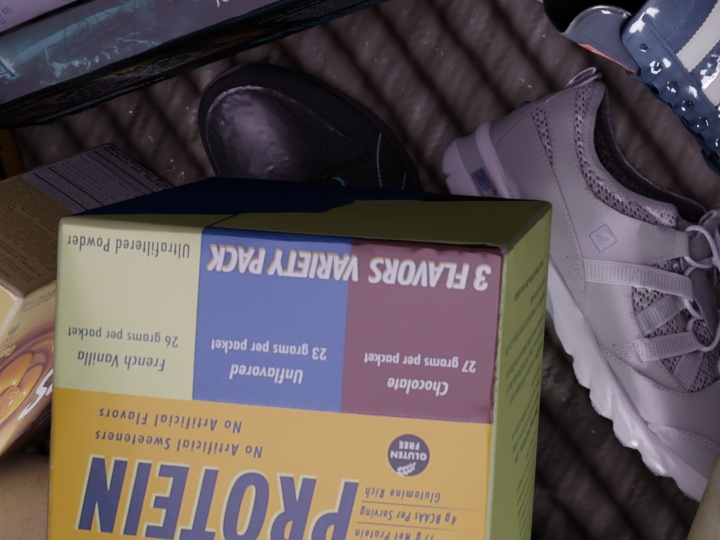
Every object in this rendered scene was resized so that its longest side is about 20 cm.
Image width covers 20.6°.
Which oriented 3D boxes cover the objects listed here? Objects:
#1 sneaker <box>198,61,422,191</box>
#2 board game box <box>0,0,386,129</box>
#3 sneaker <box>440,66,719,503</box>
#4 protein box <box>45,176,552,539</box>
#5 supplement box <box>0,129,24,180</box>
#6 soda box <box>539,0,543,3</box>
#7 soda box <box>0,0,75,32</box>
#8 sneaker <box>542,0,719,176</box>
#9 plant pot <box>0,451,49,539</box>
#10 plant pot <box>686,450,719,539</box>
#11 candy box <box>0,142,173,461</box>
[{"bbox_3d":[0.000,0.000,0.803,0.075,0.079,0.200,-37,89,17],"label":"sneaker"},{"bbox_3d":[-0.070,-0.096,0.772,0.200,0.135,0.028,-18,92,16],"label":"board game box"},{"bbox_3d":[0.118,0.011,0.776,0.082,0.075,0.200,-39,89,19],"label":"sneaker"},{"bbox_3d":[-0.014,0.077,0.672,0.135,0.199,0.201,4,97,9],"label":"protein box"},{"bbox_3d":[-0.250,-0.076,0.785,0.132,0.200,0.198,-15,96,16],"label":"supplement box"},{"bbox_3d":[0.101,-0.201,0.745,0.063,0.068,0.200,30,105,7],"label":"soda box"},{"bbox_3d":[-0.089,-0.154,0.744,0.200,0.063,0.070,-18,126,27],"label":"soda box"},{"bbox_3d":[0.115,-0.081,0.721,0.084,0.075,0.200,-24,113,-11],"label":"sneaker"},{"bbox_3d":[-0.168,0.148,0.832,0.199,0.187,0.188,-12,97,4],"label":"plant pot"},{"bbox_3d":[0.175,0.148,0.696,0.200,0.201,0.184,11,124,11],"label":"plant pot"},{"bbox_3d":[-0.141,0.022,0.776,0.055,0.200,0.116,35,106,4],"label":"candy box"}]
